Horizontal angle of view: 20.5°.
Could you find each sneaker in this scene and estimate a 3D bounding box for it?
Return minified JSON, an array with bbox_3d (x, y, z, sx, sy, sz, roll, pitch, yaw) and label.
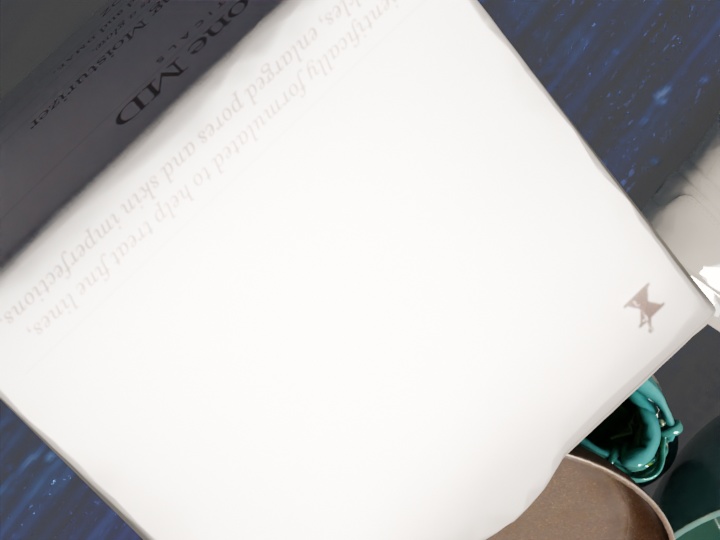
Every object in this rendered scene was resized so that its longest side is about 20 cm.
[{"bbox_3d":[0.230,-0.005,0.946,0.199,0.074,0.116,30,101,-24],"label":"sneaker"},{"bbox_3d":[0.113,0.072,0.940,0.078,0.080,0.200,-45,150,2],"label":"sneaker"}]

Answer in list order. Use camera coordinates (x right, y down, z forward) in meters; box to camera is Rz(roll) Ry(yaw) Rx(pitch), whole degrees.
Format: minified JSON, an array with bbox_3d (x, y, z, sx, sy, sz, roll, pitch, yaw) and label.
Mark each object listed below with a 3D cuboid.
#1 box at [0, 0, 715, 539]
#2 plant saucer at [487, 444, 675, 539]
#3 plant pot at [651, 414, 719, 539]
[{"bbox_3d":[-0.022,-0.004,0.692,0.199,0.131,0.200,-42,119,-2],"label":"box"},{"bbox_3d":[0.045,0.129,0.919,0.198,0.032,0.201,-1,139,-1],"label":"plant saucer"},{"bbox_3d":[0.232,0.154,1.022,0.199,0.161,0.202,5,119,10],"label":"plant pot"}]
